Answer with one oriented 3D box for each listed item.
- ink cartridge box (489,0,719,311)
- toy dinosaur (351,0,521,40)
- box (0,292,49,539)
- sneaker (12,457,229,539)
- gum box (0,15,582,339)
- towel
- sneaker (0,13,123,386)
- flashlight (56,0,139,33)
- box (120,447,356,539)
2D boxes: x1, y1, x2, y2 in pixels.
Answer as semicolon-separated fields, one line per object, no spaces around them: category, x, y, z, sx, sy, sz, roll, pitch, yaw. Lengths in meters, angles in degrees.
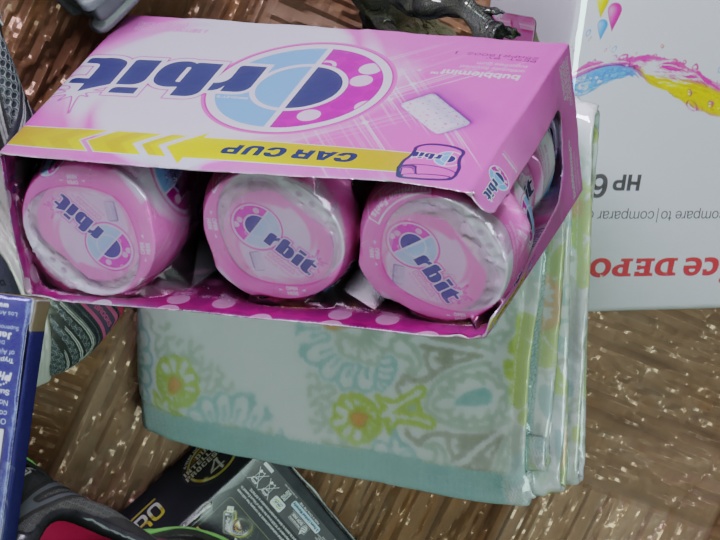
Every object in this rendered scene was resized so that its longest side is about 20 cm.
ink cartridge box;0.132;-0.086;1.265;0.144;0.085;0.201;-1;111;-25
toy dinosaur;0.022;-0.129;1.159;0.048;0.088;0.200;-51;151;-21
box;-0.190;0.102;1.093;0.120;0.032;0.201;8;89;5
sneaker;-0.095;0.136;1.181;0.200;0.084;0.077;27;98;-41
gum box;-0.019;-0.037;1.097;0.114;0.199;0.066;-55;144;-51
towel;0.000;0.000;1.197;0.048;0.199;0.172;-34;130;-63
sneaker;-0.149;-0.047;1.160;0.075;0.080;0.201;-30;126;-33
flashlight;-0.055;-0.185;1.156;0.200;0.068;0.068;-46;157;-8
box;-0.050;0.186;1.303;0.161;0.049;0.200;-43;120;-6
